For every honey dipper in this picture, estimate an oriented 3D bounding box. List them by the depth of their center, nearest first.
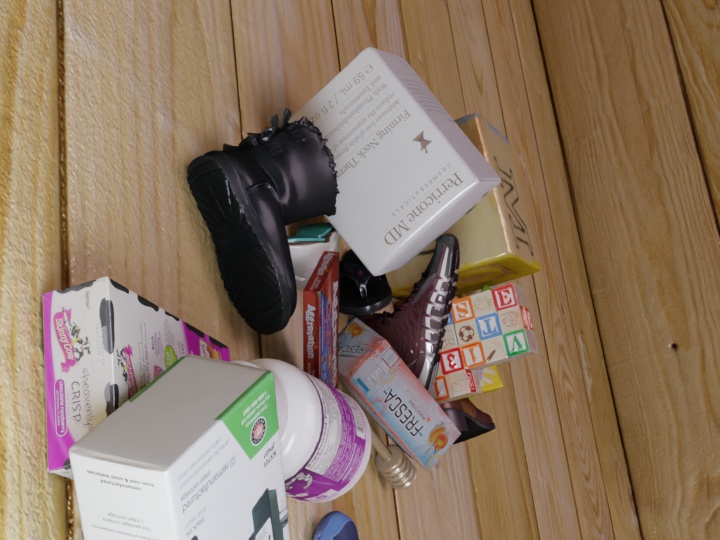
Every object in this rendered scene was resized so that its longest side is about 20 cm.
[{"bbox_3d":[0.007,0.186,1.601,0.200,0.038,0.038,53,26,-40],"label":"honey dipper"}]

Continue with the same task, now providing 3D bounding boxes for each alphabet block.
[{"bbox_3d":[0.124,-0.078,1.939,0.196,0.193,0.203,16,58,-68],"label":"alphabet block"}]

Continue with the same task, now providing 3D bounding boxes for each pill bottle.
[{"bbox_3d":[-0.073,0.142,1.249,0.200,0.111,0.114,36,41,-63],"label":"pill bottle"}]

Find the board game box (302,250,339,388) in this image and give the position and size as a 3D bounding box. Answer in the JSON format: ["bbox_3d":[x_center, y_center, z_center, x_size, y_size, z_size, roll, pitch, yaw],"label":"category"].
[{"bbox_3d":[-0.040,0.093,1.430,0.103,0.019,0.202,-68,161,-65],"label":"board game box"}]

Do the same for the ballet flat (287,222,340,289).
[{"bbox_3d":[-0.060,-0.011,1.519,0.200,0.069,0.070,-29,102,-75],"label":"ballet flat"}]

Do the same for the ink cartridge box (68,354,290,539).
[{"bbox_3d":[-0.118,0.184,0.978,0.147,0.082,0.202,-43,134,-54],"label":"ink cartridge box"}]

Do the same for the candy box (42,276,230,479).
[{"bbox_3d":[-0.165,0.103,1.072,0.200,0.060,0.138,42,38,-61],"label":"candy box"}]

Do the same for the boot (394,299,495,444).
[{"bbox_3d":[0.114,0.140,1.954,0.188,0.068,0.202,9,60,-58],"label":"boot"}]

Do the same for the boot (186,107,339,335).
[{"bbox_3d":[-0.079,-0.053,1.392,0.162,0.073,0.200,-27,95,-51],"label":"boot"}]

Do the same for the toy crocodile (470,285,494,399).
[{"bbox_3d":[0.168,0.105,2.013,0.062,0.067,0.201,-58,169,-50],"label":"toy crocodile"}]

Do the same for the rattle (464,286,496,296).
[{"bbox_3d":[0.235,-0.002,2.323,0.200,0.142,0.131,42,17,-50],"label":"rattle"}]

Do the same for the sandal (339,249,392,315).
[{"bbox_3d":[-0.001,0.000,1.671,0.201,0.074,0.049,-87,167,-68],"label":"sandal"}]

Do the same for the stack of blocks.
[{"bbox_3d":[0.118,0.100,1.739,0.059,0.198,0.117,17,57,-71],"label":"stack of blocks"}]

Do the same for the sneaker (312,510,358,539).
[{"bbox_3d":[-0.006,0.321,1.350,0.202,0.081,0.074,-92,156,-44],"label":"sneaker"}]

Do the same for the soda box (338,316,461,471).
[{"bbox_3d":[0.036,0.144,1.600,0.068,0.064,0.200,34,-14,49],"label":"soda box"}]

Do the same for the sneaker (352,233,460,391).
[{"bbox_3d":[0.049,0.046,1.684,0.076,0.114,0.203,-3,106,-77],"label":"sneaker"}]

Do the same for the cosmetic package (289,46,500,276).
[{"bbox_3d":[0.032,-0.127,1.621,0.201,0.167,0.166,51,13,6],"label":"cosmetic package"}]

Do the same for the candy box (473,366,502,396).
[{"bbox_3d":[0.116,0.124,1.871,0.199,0.026,0.103,-5,74,-53],"label":"candy box"}]
